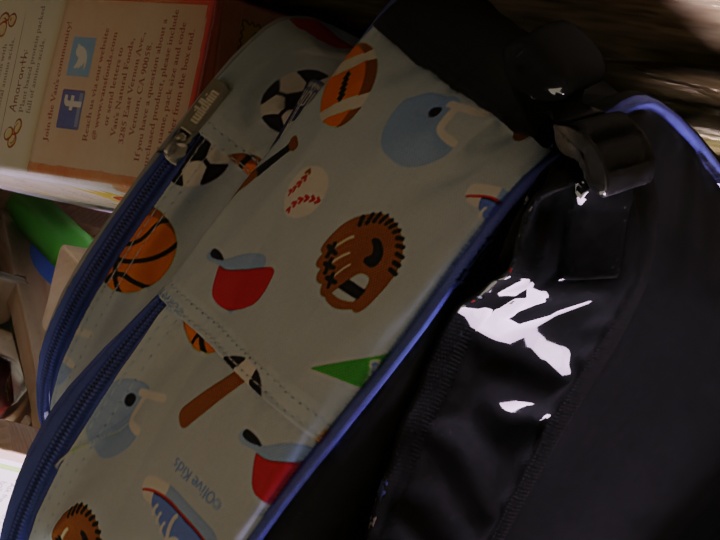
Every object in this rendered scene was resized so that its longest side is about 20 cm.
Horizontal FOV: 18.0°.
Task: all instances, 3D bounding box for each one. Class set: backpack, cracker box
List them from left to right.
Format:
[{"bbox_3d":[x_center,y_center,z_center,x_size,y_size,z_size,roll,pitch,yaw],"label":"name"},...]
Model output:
[{"bbox_3d":[-0.057,-0.044,0.675,0.134,0.058,0.199,13,178,-42],"label":"cracker box"},{"bbox_3d":[0.008,0.047,0.533,0.154,0.191,0.200,28,170,45],"label":"backpack"}]

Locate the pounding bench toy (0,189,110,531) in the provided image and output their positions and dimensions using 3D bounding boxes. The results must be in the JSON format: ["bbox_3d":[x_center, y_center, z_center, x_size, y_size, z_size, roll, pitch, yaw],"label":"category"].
[{"bbox_3d":[-0.123,0.026,0.781,0.124,0.200,0.156,17,-144,-32],"label":"pounding bench toy"}]
